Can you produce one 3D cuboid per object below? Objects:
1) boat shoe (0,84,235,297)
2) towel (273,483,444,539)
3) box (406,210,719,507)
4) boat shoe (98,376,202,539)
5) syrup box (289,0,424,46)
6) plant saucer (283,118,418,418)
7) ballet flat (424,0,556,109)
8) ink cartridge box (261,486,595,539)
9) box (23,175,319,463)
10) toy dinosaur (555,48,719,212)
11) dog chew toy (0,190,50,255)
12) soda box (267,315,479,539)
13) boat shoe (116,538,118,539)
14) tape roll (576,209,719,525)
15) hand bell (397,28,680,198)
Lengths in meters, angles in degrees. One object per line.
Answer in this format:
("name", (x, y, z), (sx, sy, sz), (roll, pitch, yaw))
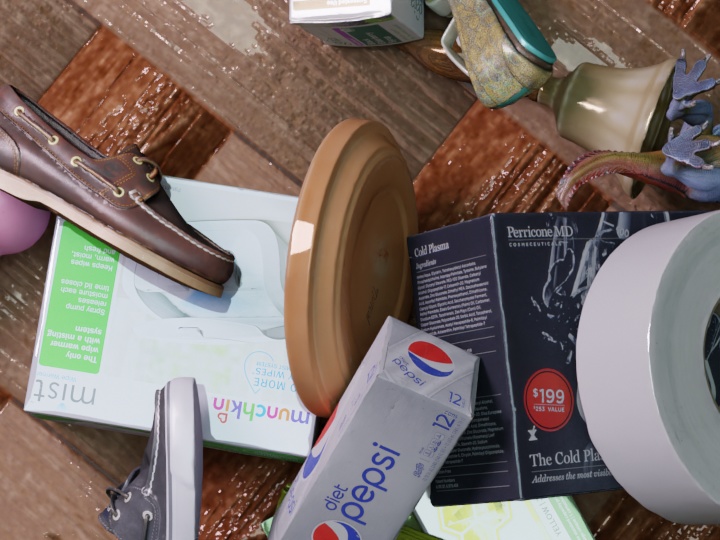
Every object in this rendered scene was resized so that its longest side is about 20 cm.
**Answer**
("boat shoe", (-0.166, -0.053, 1.272), (0.199, 0.070, 0.071), (29, 88, 4))
("towel", (0.026, 0.219, 1.332), (0.199, 0.018, 0.087), (19, 100, 16))
("box", (0.145, 0.057, 1.293), (0.199, 0.104, 0.183), (-2, 82, -33))
("boat shoe", (-0.138, 0.167, 1.266), (0.066, 0.070, 0.201), (3, 104, -2))
("syrup box", (-0.001, -0.265, 1.372), (0.081, 0.079, 0.201), (-3, 83, 20))
("plant saucer", (0.000, 0.000, 1.295), (0.032, 0.200, 0.201), (7, 84, 20))
("ballet flat", (0.077, -0.189, 1.356), (0.070, 0.071, 0.201), (-19, 50, -1))
("ink cartridge box", (0.050, 0.189, 1.353), (0.199, 0.048, 0.146), (-29, 85, -5))
("box", (-0.117, 0.031, 1.346), (0.199, 0.097, 0.178), (10, 82, 1))
("toy dinosaur", (0.245, -0.081, 1.328), (0.199, 0.181, 0.106), (-15, 66, 16))
("dog chew toy", (-0.307, -0.027, 1.345), (0.199, 0.125, 0.125), (-23, 84, -10))
("soda box", (0.004, 0.128, 1.247), (0.068, 0.064, 0.200), (23, 125, -7))
("boat shoe", (-0.167, 0.216, 1.341), (0.199, 0.071, 0.063), (-14, 72, -5))
("tape roll", (0.235, 0.061, 1.244), (0.202, 0.071, 0.204), (6, 79, -33))
("hand bell", (0.119, -0.133, 1.376), (0.199, 0.104, 0.105), (21, 85, 14))
